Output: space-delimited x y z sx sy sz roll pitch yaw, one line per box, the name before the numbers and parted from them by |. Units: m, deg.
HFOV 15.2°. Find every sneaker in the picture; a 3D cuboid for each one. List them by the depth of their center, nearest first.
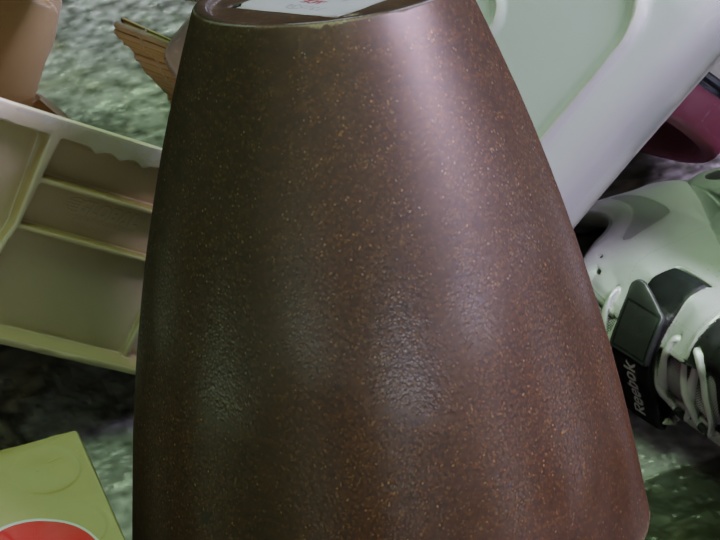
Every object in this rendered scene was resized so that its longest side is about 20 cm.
sneaker | 0.121 0.030 1.037 0.088 0.074 0.200 -6 28 -4

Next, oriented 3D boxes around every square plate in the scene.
square plate | 0.028 -0.096 1.048 0.198 0.200 0.028 49 20 26

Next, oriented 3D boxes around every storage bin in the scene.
storage bin | -0.150 -0.053 1.071 0.198 0.094 0.200 16 17 -46

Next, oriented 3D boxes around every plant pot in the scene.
plant pot | 0.000 0.000 0.934 0.186 0.201 0.187 -6 17 2

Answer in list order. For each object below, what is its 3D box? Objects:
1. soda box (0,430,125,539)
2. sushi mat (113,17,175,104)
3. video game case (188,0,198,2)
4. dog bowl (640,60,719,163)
soda box | -0.097 0.145 0.907 0.067 0.064 0.200 -14 38 -14
sushi mat | -0.013 -0.052 1.139 0.200 0.096 0.012 24 74 32
video game case | -0.170 -0.148 1.078 0.200 0.023 0.182 14 -2 45
dog bowl | 0.088 -0.111 1.139 0.200 0.200 0.074 23 87 30
